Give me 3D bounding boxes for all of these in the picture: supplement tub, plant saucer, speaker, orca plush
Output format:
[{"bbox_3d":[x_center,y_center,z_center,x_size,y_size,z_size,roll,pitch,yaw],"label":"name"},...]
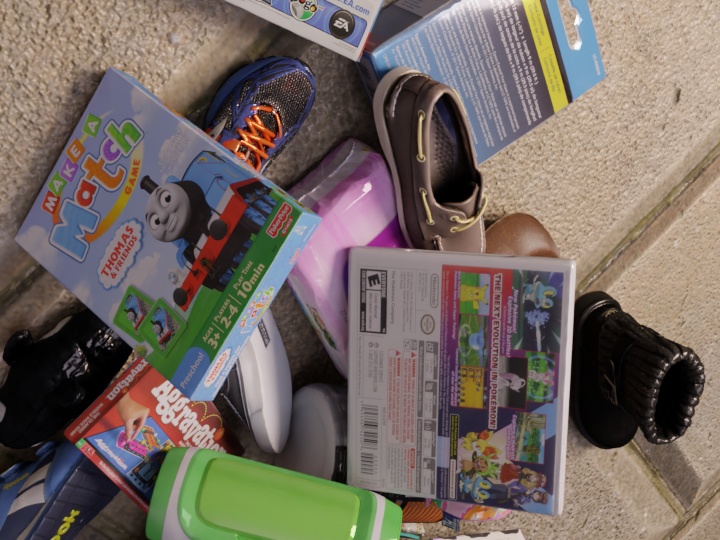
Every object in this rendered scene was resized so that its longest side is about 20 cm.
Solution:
[{"bbox_3d":[0.026,0.177,0.887,0.197,0.122,0.125,11,109,-34],"label":"supplement tub"},{"bbox_3d":[0.149,0.048,0.896,0.199,0.036,0.205,-23,120,-45],"label":"plant saucer"},{"bbox_3d":[-0.069,0.205,0.755,0.196,0.089,0.090,15,110,0],"label":"speaker"},{"bbox_3d":[-0.212,0.085,0.736,0.197,0.071,0.106,-28,127,-3],"label":"orca plush"}]

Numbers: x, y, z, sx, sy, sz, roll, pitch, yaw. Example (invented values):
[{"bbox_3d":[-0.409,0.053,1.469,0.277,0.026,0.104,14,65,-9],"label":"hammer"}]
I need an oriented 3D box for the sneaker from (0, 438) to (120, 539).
[{"bbox_3d":[-0.262,0.182,0.766,0.201,0.082,0.074,-49,149,-10],"label":"sneaker"}]

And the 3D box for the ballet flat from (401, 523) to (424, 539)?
[{"bbox_3d":[-0.011,0.237,0.937,0.197,0.075,0.065,14,73,-37],"label":"ballet flat"}]

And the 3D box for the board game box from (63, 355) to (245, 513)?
[{"bbox_3d":[-0.164,0.145,0.781,0.103,0.019,0.201,-47,149,-19],"label":"board game box"}]

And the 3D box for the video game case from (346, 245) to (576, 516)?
[{"bbox_3d":[0.076,0.086,0.742,0.178,0.023,0.205,4,101,17],"label":"video game case"}]

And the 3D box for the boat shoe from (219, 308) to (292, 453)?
[{"bbox_3d":[-0.111,0.071,0.805,0.066,0.072,0.203,-4,121,18],"label":"boat shoe"}]

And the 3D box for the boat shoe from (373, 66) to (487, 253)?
[{"bbox_3d":[0.068,-0.067,0.752,0.071,0.059,0.202,-37,128,-22],"label":"boat shoe"}]

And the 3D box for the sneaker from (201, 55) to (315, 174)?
[{"bbox_3d":[-0.102,-0.081,0.727,0.201,0.078,0.075,-50,126,2],"label":"sneaker"}]

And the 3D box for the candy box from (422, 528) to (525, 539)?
[{"bbox_3d":[0.076,0.367,1.009,0.196,0.072,0.170,2,131,-28],"label":"candy box"}]

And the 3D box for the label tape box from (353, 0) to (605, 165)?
[{"bbox_3d":[0.101,-0.181,0.793,0.198,0.066,0.145,-35,125,-10],"label":"label tape box"}]

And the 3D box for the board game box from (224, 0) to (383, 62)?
[{"bbox_3d":[-0.052,-0.284,0.669,0.197,0.056,0.199,17,104,-32],"label":"board game box"}]

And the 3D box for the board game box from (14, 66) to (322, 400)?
[{"bbox_3d":[-0.144,-0.029,0.668,0.153,0.199,0.036,-57,158,8],"label":"board game box"}]

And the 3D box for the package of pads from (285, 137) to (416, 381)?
[{"bbox_3d":[0.000,0.000,0.814,0.120,0.075,0.202,-39,126,-14],"label":"package of pads"}]

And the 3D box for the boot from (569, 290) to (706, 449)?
[{"bbox_3d":[0.291,0.140,0.985,0.078,0.158,0.214,-26,122,-13],"label":"boot"}]

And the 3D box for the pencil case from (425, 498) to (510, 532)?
[{"bbox_3d":[0.099,0.113,0.797,0.086,0.087,0.205,-3,103,-26],"label":"pencil case"}]
